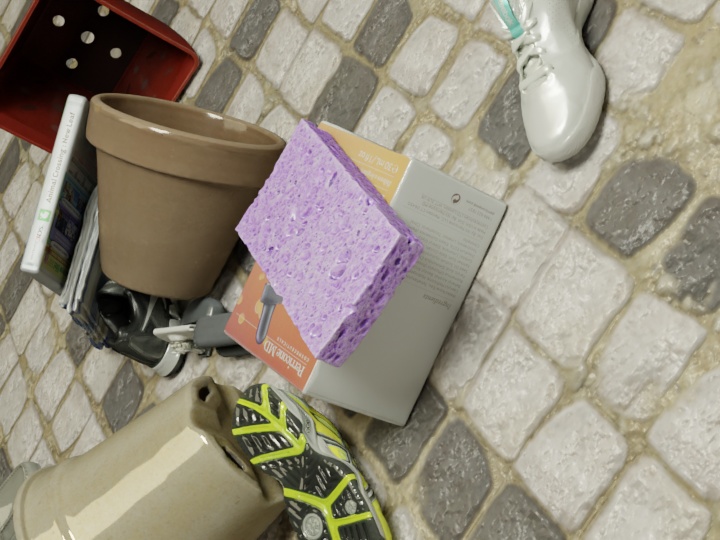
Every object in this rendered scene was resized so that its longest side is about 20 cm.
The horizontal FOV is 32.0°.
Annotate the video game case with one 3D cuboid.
[{"bbox_3d":[-0.295,-0.066,1.309,0.200,0.022,0.182,85,-162,-79],"label":"video game case"}]

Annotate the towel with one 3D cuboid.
[{"bbox_3d":[-0.282,0.000,1.372,0.200,0.024,0.147,93,-170,-74],"label":"towel"}]

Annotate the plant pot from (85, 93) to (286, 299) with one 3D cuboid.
[{"bbox_3d":[-0.190,-0.071,1.263,0.200,0.200,0.175,35,114,54],"label":"plant pot"}]

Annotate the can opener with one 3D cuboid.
[{"bbox_3d":[-0.134,0.053,1.222,0.200,0.053,0.067,-4,68,52],"label":"can opener"}]

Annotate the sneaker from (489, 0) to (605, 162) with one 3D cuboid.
[{"bbox_3d":[0.134,-0.180,0.965,0.075,0.088,0.200,-23,54,43],"label":"sneaker"}]

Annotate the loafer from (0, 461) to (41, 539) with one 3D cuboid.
[{"bbox_3d":[-0.432,0.306,1.462,0.200,0.070,0.070,-59,36,11],"label":"loafer"}]

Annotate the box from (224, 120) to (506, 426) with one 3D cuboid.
[{"bbox_3d":[0.000,0.000,1.028,0.152,0.106,0.200,28,94,55],"label":"box"}]

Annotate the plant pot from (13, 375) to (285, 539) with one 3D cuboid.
[{"bbox_3d":[-0.159,0.198,1.081,0.183,0.200,0.201,-41,41,15],"label":"plant pot"}]

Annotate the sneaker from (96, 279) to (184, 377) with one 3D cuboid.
[{"bbox_3d":[-0.239,0.017,1.346,0.066,0.090,0.200,-42,42,34],"label":"sneaker"}]

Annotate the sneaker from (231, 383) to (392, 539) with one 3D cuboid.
[{"bbox_3d":[-0.022,0.168,1.003,0.075,0.076,0.200,-48,58,21],"label":"sneaker"}]

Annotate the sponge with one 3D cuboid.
[{"bbox_3d":[-0.030,-0.026,0.963,0.112,0.030,0.200,-56,37,15],"label":"sponge"}]

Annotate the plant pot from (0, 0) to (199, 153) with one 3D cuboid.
[{"bbox_3d":[-0.340,-0.262,1.559,0.200,0.200,0.176,-54,27,18],"label":"plant pot"}]
